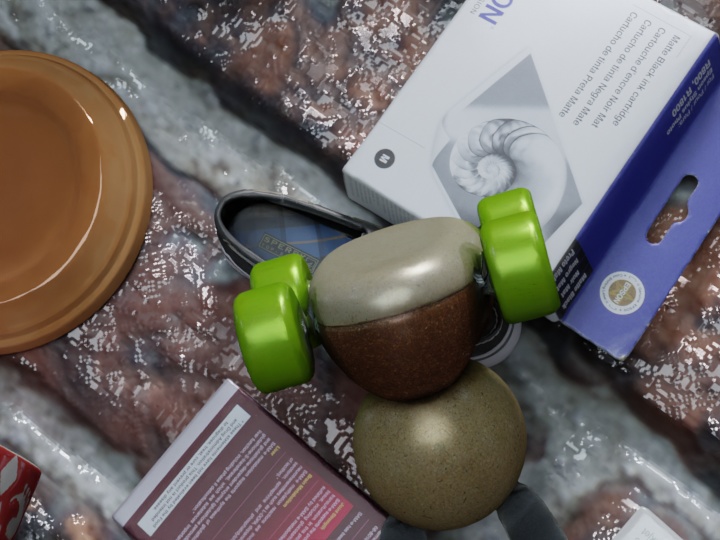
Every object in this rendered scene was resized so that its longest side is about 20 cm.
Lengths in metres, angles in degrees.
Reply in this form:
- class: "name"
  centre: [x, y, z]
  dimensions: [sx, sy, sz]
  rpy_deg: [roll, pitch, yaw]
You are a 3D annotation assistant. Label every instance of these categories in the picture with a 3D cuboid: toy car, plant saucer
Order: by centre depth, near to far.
- class: "toy car"
  centre: [0.041, 0.079, 0.998]
  dimensions: [0.163, 0.158, 0.202]
  rpy_deg: [-16, 100, 6]
- class: "plant saucer"
  centre: [-0.231, -0.048, 1.173]
  dimensions: [0.198, 0.037, 0.202]
  rpy_deg: [-3, 74, 10]

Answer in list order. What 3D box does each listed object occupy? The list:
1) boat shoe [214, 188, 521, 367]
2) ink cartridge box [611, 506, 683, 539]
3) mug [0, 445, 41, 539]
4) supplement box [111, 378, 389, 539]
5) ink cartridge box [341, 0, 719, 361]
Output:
- class: "boat shoe"
  centre: [0.000, 0.000, 1.098]
  dimensions: [0.199, 0.066, 0.070]
  rpy_deg: [26, 81, 17]
- class: "ink cartridge box"
  centre: [0.142, 0.253, 0.992]
  dimensions: [0.146, 0.084, 0.200]
  rpy_deg: [40, 86, 18]
- class: "mug"
  centre: [-0.296, 0.176, 1.078]
  dimensions: [0.176, 0.134, 0.201]
  rpy_deg: [22, 77, 14]
- class: "supplement box"
  centre: [-0.033, 0.168, 1.062]
  dimensions: [0.200, 0.061, 0.109]
  rpy_deg: [40, 85, 19]
- class: "ink cartridge box"
  centre: [0.123, -0.079, 1.097]
  dimensions: [0.199, 0.041, 0.200]
  rpy_deg: [31, 75, 16]
